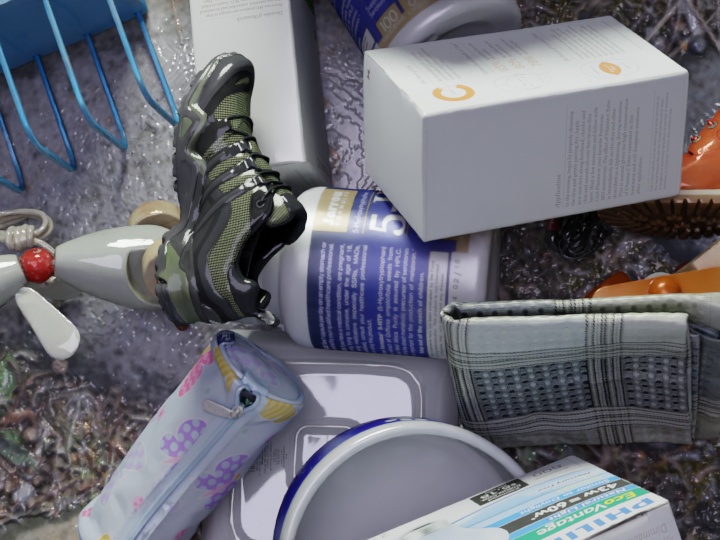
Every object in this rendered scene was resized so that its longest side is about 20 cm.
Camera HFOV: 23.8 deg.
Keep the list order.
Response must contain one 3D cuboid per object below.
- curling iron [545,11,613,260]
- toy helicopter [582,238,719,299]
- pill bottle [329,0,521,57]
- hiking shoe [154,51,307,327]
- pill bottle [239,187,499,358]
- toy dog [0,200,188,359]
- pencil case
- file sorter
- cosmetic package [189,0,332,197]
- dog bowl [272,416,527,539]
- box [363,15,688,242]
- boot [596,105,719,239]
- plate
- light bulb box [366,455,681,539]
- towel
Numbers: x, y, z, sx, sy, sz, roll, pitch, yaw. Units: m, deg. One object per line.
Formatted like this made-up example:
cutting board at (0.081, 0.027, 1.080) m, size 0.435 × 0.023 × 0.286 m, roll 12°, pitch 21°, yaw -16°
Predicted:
curling iron at (0.170, -0.103, 1.322) m, size 0.049 × 0.026 × 0.202 m, roll 6°, pitch 75°, yaw -13°
toy helicopter at (0.237, 0.002, 1.221) m, size 0.200 × 0.132 × 0.079 m, roll -40°, pitch 76°, yaw 14°
pill bottle at (0.027, -0.237, 1.310) m, size 0.119 × 0.120 × 0.201 m, roll -31°, pitch 64°, yaw 1°
hiking shoe at (-0.081, -0.056, 1.208) m, size 0.100 × 0.076 × 0.202 m, roll 4°, pitch 79°, yaw 15°
pill bottle at (0.000, 0.000, 1.269) m, size 0.198 × 0.120 × 0.121 m, roll 4°, pitch 80°, yaw 9°
toy dog at (-0.207, 0.017, 1.319) m, size 0.198 × 0.132 × 0.097 m, roll -3°, pitch 118°, yaw 12°
pencil case at (-0.125, 0.141, 1.260) m, size 0.083 × 0.091 × 0.200 m, roll 33°, pitch 108°, yaw -20°
file sorter at (-0.257, -0.141, 1.330) m, size 0.199 × 0.139 × 0.124 m, roll -21°, pitch 80°, yaw 4°
cosmetic package at (-0.080, -0.161, 1.324) m, size 0.084 × 0.108 × 0.202 m, roll -9°, pitch 80°, yaw 9°
dog bowl at (0.036, 0.206, 1.224) m, size 0.198 × 0.079 × 0.202 m, roll 0°, pitch 91°, yaw -9°
box at (0.114, -0.104, 1.212) m, size 0.198 × 0.125 × 0.098 m, roll -10°, pitch 120°, yaw -16°
boot at (0.271, -0.086, 1.285) m, size 0.198 × 0.075 × 0.108 m, roll -8°, pitch 72°, yaw 1°
plate at (-0.024, 0.145, 1.299) m, size 0.198 × 0.032 × 0.202 m, roll 1°, pitch 81°, yaw 8°
light bulb box at (0.100, 0.223, 1.094) m, size 0.197 × 0.200 × 0.126 m, roll -22°, pitch 95°, yaw -9°
towel at (0.163, 0.079, 1.207) m, size 0.198 × 0.193 × 0.035 m, roll -3°, pitch 55°, yaw 8°
